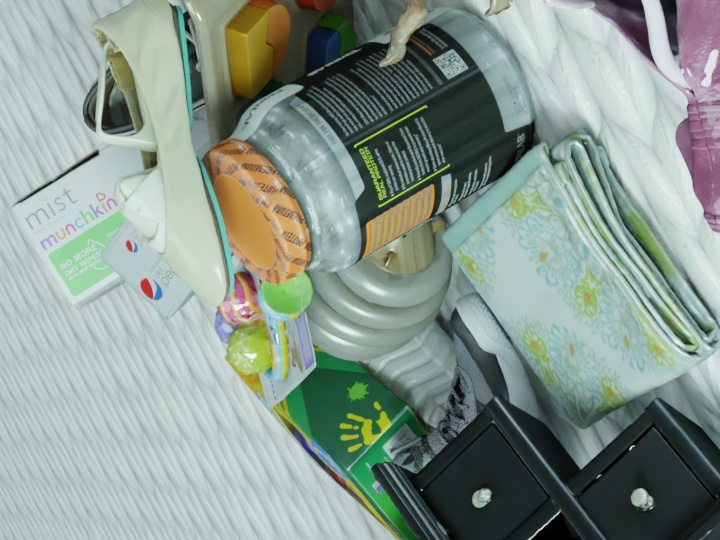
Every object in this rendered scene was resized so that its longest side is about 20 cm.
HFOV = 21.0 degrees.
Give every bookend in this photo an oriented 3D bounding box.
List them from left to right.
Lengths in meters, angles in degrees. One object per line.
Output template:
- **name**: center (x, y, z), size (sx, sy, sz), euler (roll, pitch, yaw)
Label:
- **bookend**: center (0.146, 0.145, 1.260), size (0.092, 0.200, 0.199), euler (32, -162, -53)

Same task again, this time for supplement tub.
- **supplement tub**: center (0.004, -0.079, 1.256), size (0.123, 0.200, 0.123), euler (43, 150, 32)

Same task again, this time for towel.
- **towel**: center (0.141, 0.011, 1.282), size (0.172, 0.048, 0.200), euler (58, 156, 5)

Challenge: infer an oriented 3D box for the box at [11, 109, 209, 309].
- **box**: center (-0.170, -0.061, 1.561), size (0.097, 0.200, 0.176), euler (58, 172, -2)

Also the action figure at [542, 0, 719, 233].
- **action figure**: center (0.192, -0.082, 0.975), size (0.134, 0.149, 0.201), euler (-2, 103, 56)

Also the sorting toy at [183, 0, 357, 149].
- **sorting toy**: center (-0.047, -0.152, 1.310), size (0.036, 0.185, 0.200), euler (16, 138, 25)

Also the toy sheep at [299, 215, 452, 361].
- **toy sheep**: center (0.000, 0.000, 1.440), size (0.138, 0.138, 0.200), euler (53, 151, 13)

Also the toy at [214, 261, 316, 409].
- **toy**: center (-0.079, 0.035, 1.429), size (0.200, 0.047, 0.116), euler (139, 119, -70)

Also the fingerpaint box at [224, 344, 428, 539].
- **fingerpaint box**: center (-0.002, 0.138, 1.589), size (0.167, 0.073, 0.200), euler (39, 170, 38)

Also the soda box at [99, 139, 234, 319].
- **soda box**: center (-0.095, -0.056, 1.382), size (0.068, 0.200, 0.064), euler (42, 136, 0)

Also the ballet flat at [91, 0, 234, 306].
- **ballet flat**: center (-0.129, -0.071, 1.207), size (0.069, 0.069, 0.201), euler (143, 117, -66)

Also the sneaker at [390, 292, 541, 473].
- **sneaker**: center (0.072, 0.113, 1.416), size (0.076, 0.113, 0.200), euler (-113, 2, -54)

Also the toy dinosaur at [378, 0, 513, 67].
- **toy dinosaur**: center (0.041, -0.217, 1.180), size (0.136, 0.086, 0.200), euler (65, 150, 5)

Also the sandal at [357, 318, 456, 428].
- **sandal**: center (0.031, 0.049, 1.525), size (0.203, 0.082, 0.050), euler (54, -162, 16)

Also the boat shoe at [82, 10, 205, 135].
- **boat shoe**: center (-0.123, -0.154, 1.398), size (0.200, 0.060, 0.074), euler (-26, 84, 36)
